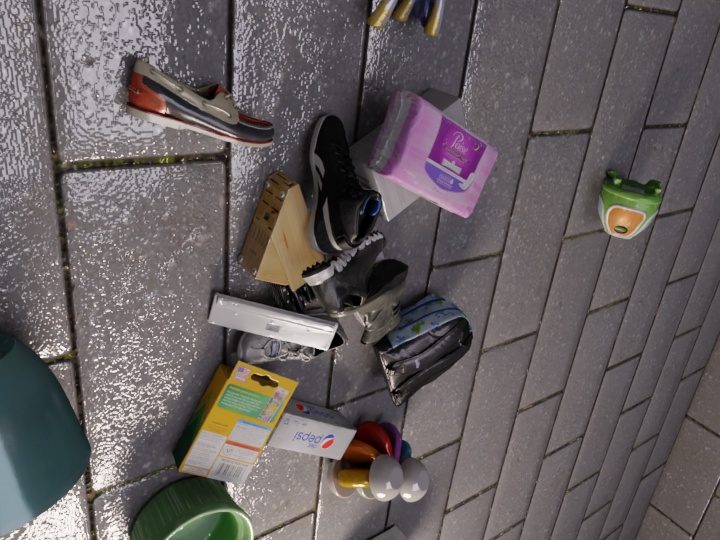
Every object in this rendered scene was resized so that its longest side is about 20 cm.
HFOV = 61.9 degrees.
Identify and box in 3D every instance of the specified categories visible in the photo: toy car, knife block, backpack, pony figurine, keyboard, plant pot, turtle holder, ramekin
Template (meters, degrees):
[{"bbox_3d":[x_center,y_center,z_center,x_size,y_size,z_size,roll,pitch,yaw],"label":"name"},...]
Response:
[{"bbox_3d":[0.036,0.386,1.223,0.197,0.172,0.155,23,62,-44],"label":"toy car"},{"bbox_3d":[-0.092,-0.030,0.927,0.173,0.064,0.205,12,105,-44],"label":"knife block"},{"bbox_3d":[0.122,0.138,1.161,0.195,0.155,0.166,-22,124,-2],"label":"backpack"},{"bbox_3d":[0.100,-0.435,0.821,0.188,0.168,0.204,-4,132,-29],"label":"pony figurine"},{"bbox_3d":[-0.133,0.081,0.924,0.194,0.011,0.057,16,126,-15],"label":"keyboard"},{"bbox_3d":[-0.427,0.172,0.674,0.197,0.199,0.166,-20,114,-30],"label":"plant pot"},{"bbox_3d":[0.624,-0.158,1.425,0.136,0.187,0.136,7,113,-7],"label":"turtle holder"},{"bbox_3d":[-0.286,0.450,1.006,0.196,0.097,0.205,-20,125,-31],"label":"ramekin"}]

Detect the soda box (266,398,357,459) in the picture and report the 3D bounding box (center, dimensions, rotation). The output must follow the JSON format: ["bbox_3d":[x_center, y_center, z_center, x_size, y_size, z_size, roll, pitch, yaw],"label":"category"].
[{"bbox_3d":[-0.099,0.287,1.097,0.198,0.063,0.069,28,96,-45],"label":"soda box"}]

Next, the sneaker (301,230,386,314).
[{"bbox_3d":[-0.012,0.006,0.920,0.199,0.065,0.093,-37,106,-53],"label":"sneaker"}]

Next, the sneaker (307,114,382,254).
[{"bbox_3d":[-0.014,-0.128,0.858,0.072,0.110,0.207,9,81,-49],"label":"sneaker"}]

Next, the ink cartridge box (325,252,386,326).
[{"bbox_3d":[0.000,0.000,1.041,0.094,0.037,0.202,-41,136,-14],"label":"ink cartridge box"}]

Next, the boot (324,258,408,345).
[{"bbox_3d":[0.015,0.073,1.009,0.198,0.067,0.134,-26,129,-44],"label":"boot"}]

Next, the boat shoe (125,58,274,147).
[{"bbox_3d":[-0.190,-0.202,0.748,0.196,0.071,0.064,8,107,-38],"label":"boat shoe"}]

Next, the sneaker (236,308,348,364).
[{"bbox_3d":[-0.106,0.111,0.979,0.196,0.082,0.077,-15,123,-34],"label":"sneaker"}]

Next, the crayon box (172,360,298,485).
[{"bbox_3d":[-0.203,0.240,0.980,0.124,0.051,0.203,26,96,-35],"label":"crayon box"}]

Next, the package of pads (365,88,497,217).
[{"bbox_3d":[0.109,-0.171,0.897,0.197,0.075,0.123,19,100,-40],"label":"package of pads"}]

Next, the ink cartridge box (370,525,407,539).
[{"bbox_3d":[0.043,0.742,1.412,0.196,0.145,0.151,-13,122,-34],"label":"ink cartridge box"}]

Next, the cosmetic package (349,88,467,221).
[{"bbox_3d":[0.081,-0.190,0.973,0.198,0.081,0.115,-38,133,-19],"label":"cosmetic package"}]
